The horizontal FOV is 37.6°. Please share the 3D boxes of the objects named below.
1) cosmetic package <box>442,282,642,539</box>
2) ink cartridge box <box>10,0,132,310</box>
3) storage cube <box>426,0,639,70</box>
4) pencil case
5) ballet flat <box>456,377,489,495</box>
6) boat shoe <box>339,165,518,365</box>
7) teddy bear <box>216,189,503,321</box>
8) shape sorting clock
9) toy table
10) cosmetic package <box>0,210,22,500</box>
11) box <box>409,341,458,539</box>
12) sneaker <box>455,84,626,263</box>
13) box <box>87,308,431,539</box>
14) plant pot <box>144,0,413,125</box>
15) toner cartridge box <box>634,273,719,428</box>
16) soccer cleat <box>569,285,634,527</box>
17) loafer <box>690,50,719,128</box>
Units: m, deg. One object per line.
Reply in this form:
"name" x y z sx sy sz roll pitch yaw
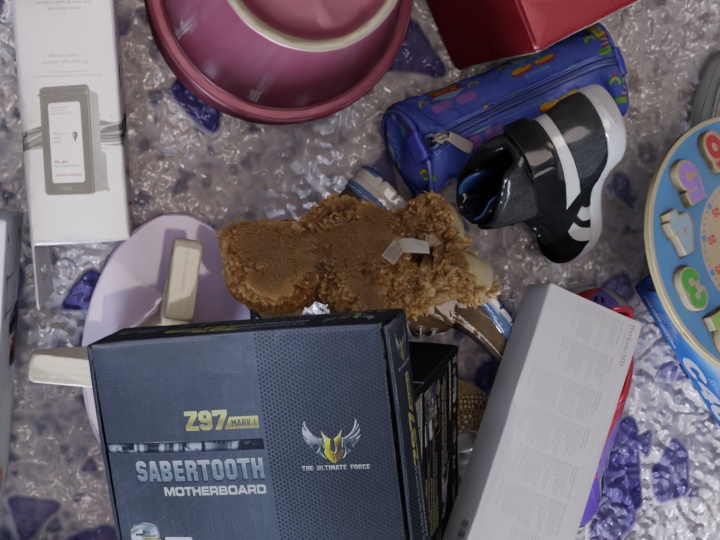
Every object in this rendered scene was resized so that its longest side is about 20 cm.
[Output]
"cosmetic package" 0.132 0.119 0.770 0.082 0.051 0.203 22 81 -12
"ink cartridge box" -0.194 -0.082 0.730 0.067 0.116 0.204 -4 96 -11
"storage cube" 0.131 -0.267 0.762 0.198 0.171 0.182 -28 101 -10
"pencil case" 0.113 -0.122 0.813 0.198 0.087 0.079 -24 96 -11
"ballet flat" 0.110 0.180 0.841 0.070 0.065 0.202 -27 100 23
"boat shoe" 0.049 0.014 0.823 0.072 0.072 0.200 -44 92 -1
"teddy bear" 0.000 0.000 0.724 0.198 0.067 0.145 -22 61 -33
"shape sorting clock" 0.297 -0.019 0.797 0.197 0.039 0.204 3 82 -25
"toy table" -0.139 0.064 0.755 0.181 0.117 0.204 -5 97 -12
"cosmetic package" -0.260 0.062 0.709 0.051 0.151 0.204 4 94 -13
"box" 0.011 0.168 0.755 0.085 0.164 0.203 3 103 19
"sneaker" 0.120 -0.054 0.778 0.110 0.201 0.074 -22 64 -9
"box" -0.061 0.110 0.649 0.197 0.051 0.160 -4 98 17
"plant pot" -0.048 -0.204 0.721 0.197 0.179 0.204 -1 94 -12
"toner cartridge box" 0.310 0.087 0.871 0.043 0.095 0.201 -35 101 -7
"soccer cleat" 0.183 0.115 0.854 0.067 0.073 0.203 7 93 -13
"loafer" 0.312 -0.081 0.869 0.069 0.070 0.204 -2 95 -12
